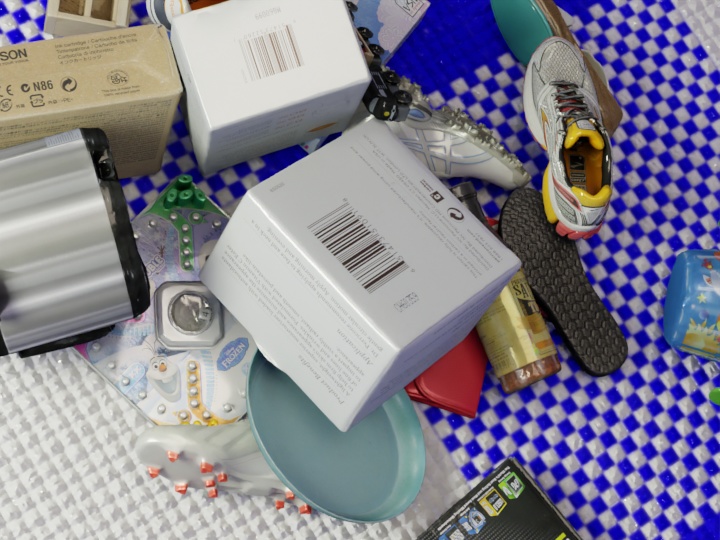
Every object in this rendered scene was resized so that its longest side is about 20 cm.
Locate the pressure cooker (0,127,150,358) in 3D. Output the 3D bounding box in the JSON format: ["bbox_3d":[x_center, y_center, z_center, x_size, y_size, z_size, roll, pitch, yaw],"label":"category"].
[{"bbox_3d":[-0.293,-0.020,1.578,0.198,0.176,0.180,-16,70,-10],"label":"pressure cooker"}]

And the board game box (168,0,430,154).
[{"bbox_3d":[-0.065,-0.250,1.817,0.198,0.043,0.201,38,66,-1],"label":"board game box"}]

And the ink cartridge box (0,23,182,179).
[{"bbox_3d":[-0.271,-0.139,1.652,0.198,0.165,0.076,-11,71,-20],"label":"ink cartridge box"}]

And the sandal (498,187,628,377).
[{"bbox_3d":[0.190,0.015,1.798,0.075,0.045,0.201,-29,90,-19],"label":"sandal"}]

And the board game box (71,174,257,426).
[{"bbox_3d":[-0.157,0.039,1.697,0.200,0.026,0.200,42,66,2],"label":"board game box"}]

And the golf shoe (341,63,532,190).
[{"bbox_3d":[0.071,-0.116,1.805,0.199,0.078,0.098,29,102,-16],"label":"golf shoe"}]

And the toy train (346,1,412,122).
[{"bbox_3d":[-0.008,-0.211,1.738,0.045,0.034,0.201,-2,45,-30],"label":"toy train"}]

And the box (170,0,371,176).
[{"bbox_3d":[-0.087,-0.175,1.658,0.151,0.200,0.107,-19,85,-10],"label":"box"}]

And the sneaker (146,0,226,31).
[{"bbox_3d":[-0.102,-0.280,1.741,0.199,0.079,0.079,-35,116,-18],"label":"sneaker"}]

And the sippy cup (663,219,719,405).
[{"bbox_3d":[0.367,0.037,1.796,0.129,0.141,0.178,9,29,-1],"label":"sippy cup"}]

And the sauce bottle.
[{"bbox_3d":[0.126,0.015,1.745,0.065,0.066,0.202,-21,85,-21],"label":"sauce bottle"}]

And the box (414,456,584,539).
[{"bbox_3d":[0.127,0.305,1.671,0.199,0.048,0.194,-37,82,-23],"label":"box"}]

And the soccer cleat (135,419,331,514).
[{"bbox_3d":[-0.111,0.161,1.635,0.198,0.069,0.078,17,54,-29],"label":"soccer cleat"}]

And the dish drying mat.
[{"bbox_3d":[0.095,0.037,1.773,0.076,0.018,0.202,17,67,-10],"label":"dish drying mat"}]

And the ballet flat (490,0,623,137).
[{"bbox_3d":[0.206,-0.221,1.877,0.072,0.068,0.201,-26,79,-43],"label":"ballet flat"}]

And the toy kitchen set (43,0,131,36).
[{"bbox_3d":[-0.197,-0.333,1.722,0.161,0.200,0.183,9,69,-12],"label":"toy kitchen set"}]

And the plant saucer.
[{"bbox_3d":[-0.026,0.140,1.659,0.199,0.027,0.202,25,46,-28],"label":"plant saucer"}]

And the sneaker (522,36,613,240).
[{"bbox_3d":[0.211,-0.136,1.778,0.077,0.082,0.202,-6,70,-13],"label":"sneaker"}]

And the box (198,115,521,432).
[{"bbox_3d":[0.000,0.000,1.657,0.199,0.131,0.199,46,45,11],"label":"box"}]
